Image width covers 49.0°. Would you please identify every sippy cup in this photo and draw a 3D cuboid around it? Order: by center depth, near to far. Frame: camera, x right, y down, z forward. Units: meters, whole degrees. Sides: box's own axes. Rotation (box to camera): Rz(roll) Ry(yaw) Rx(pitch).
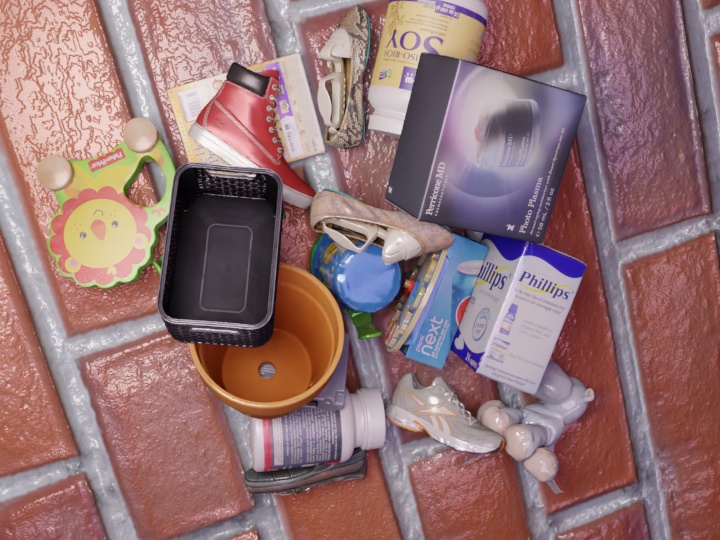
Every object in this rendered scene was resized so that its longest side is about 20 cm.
[{"bbox_3d":[-0.196,-0.044,1.104,0.138,0.130,0.180,27,93,-16],"label":"sippy cup"},{"bbox_3d":[0.000,0.000,1.146,0.140,0.130,0.178,-45,105,-2],"label":"sippy cup"}]

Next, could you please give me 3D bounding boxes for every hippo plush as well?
[{"bbox_3d":[0.299,0.236,1.245,0.200,0.159,0.161,42,90,-15],"label":"hippo plush"}]

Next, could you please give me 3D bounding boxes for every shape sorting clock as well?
[{"bbox_3d":[0.082,0.025,1.141,0.039,0.200,0.203,21,95,-3],"label":"shape sorting clock"}]

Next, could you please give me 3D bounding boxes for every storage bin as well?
[{"bbox_3d":[-0.167,-0.018,0.968,0.132,0.094,0.204,4,70,-4],"label":"storage bin"}]

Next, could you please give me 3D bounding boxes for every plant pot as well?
[{"bbox_3d":[-0.126,0.110,1.056,0.196,0.141,0.204,4,61,-6],"label":"plant pot"}]

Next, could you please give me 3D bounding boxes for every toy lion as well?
[{"bbox_3d":[-0.334,-0.081,1.076,0.197,0.069,0.194,-25,88,-7],"label":"toy lion"}]

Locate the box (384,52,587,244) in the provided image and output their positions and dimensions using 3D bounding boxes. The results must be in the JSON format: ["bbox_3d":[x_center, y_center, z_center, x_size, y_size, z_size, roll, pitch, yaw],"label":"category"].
[{"bbox_3d":[0.160,-0.157,1.033,0.195,0.123,0.204,8,105,-23],"label":"box"}]

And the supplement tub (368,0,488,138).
[{"bbox_3d":[0.091,-0.286,1.116,0.143,0.145,0.204,12,97,-14],"label":"supplement tub"}]

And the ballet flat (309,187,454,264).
[{"bbox_3d":[0.023,-0.047,1.046,0.196,0.069,0.068,17,59,7],"label":"ballet flat"}]

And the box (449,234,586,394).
[{"bbox_3d":[0.223,0.053,1.184,0.103,0.184,0.203,20,95,-13],"label":"box"}]

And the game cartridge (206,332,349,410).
[{"bbox_3d":[-0.116,0.129,1.155,0.196,0.135,0.042,8,140,-3],"label":"game cartridge"}]

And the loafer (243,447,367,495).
[{"bbox_3d":[-0.080,0.321,1.226,0.196,0.072,0.064,-13,109,-12],"label":"loafer"}]

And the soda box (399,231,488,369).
[{"bbox_3d":[0.125,0.042,1.223,0.067,0.064,0.203,19,96,-14],"label":"soda box"}]

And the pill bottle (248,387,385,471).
[{"bbox_3d":[-0.067,0.231,1.185,0.196,0.120,0.122,-3,101,-11],"label":"pill bottle"}]

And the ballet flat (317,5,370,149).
[{"bbox_3d":[-0.027,-0.276,1.128,0.074,0.067,0.204,-6,104,-37],"label":"ballet flat"}]

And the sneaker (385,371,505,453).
[{"bbox_3d":[0.132,0.214,1.208,0.197,0.075,0.094,17,88,27],"label":"sneaker"}]

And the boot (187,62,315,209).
[{"bbox_3d":[-0.119,-0.190,1.096,0.199,0.072,0.145,35,91,-14],"label":"boot"}]

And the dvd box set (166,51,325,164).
[{"bbox_3d":[-0.161,-0.213,1.132,0.197,0.029,0.149,-19,104,-9],"label":"dvd box set"}]
